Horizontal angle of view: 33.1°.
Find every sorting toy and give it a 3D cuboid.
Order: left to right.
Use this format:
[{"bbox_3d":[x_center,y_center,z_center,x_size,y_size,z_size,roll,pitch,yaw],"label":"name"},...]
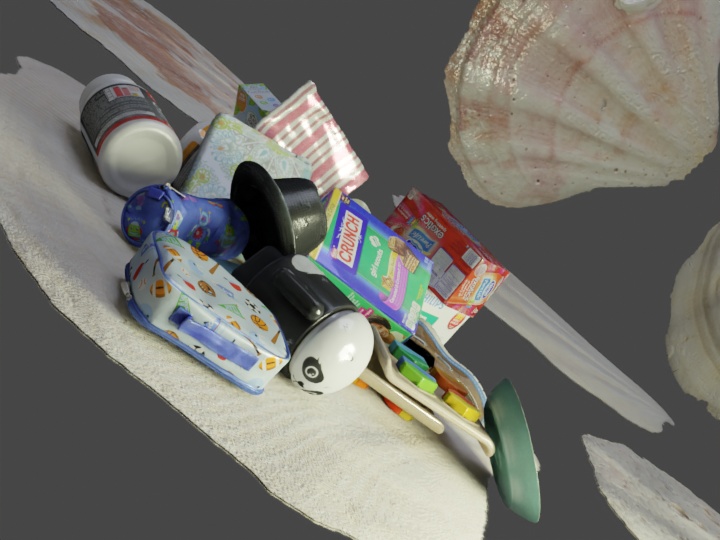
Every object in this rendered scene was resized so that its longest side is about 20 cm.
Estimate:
[{"bbox_3d":[0.024,0.149,1.724,0.185,0.037,0.200,37,6,-18],"label":"sorting toy"},{"bbox_3d":[0.099,0.159,1.675,0.200,0.037,0.185,39,6,-13],"label":"sorting toy"}]

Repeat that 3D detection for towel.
[{"bbox_3d":[-0.171,-0.115,1.763,0.171,0.201,0.048,29,-30,-16],"label":"towel"},{"bbox_3d":[-0.079,-0.180,1.911,0.030,0.146,0.200,17,-34,52],"label":"towel"}]

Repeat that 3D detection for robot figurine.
[{"bbox_3d":[-0.075,0.063,1.490,0.200,0.125,0.150,44,19,24],"label":"robot figurine"}]

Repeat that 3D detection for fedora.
[{"bbox_3d":[-0.102,-0.066,1.632,0.091,0.201,0.201,-17,42,-23],"label":"fedora"}]

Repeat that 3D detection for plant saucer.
[{"bbox_3d":[0.203,0.250,1.666,0.200,0.036,0.201,169,-90,-86],"label":"plant saucer"}]

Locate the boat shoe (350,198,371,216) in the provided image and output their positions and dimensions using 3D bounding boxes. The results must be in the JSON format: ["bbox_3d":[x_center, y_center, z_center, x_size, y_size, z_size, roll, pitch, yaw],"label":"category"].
[{"bbox_3d":[-0.009,-0.011,1.920,0.063,0.071,0.201,73,13,-81],"label":"boat shoe"}]

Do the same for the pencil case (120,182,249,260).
[{"bbox_3d":[-0.221,-0.062,1.557,0.078,0.087,0.200,30,9,26],"label":"pencil case"}]

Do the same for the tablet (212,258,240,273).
[{"bbox_3d":[-0.137,0.034,1.684,0.130,0.014,0.200,46,11,30],"label":"tablet"}]

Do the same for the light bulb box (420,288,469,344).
[{"bbox_3d":[0.051,0.031,2.038,0.200,0.125,0.198,48,13,31],"label":"light bulb box"}]

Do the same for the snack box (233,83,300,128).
[{"bbox_3d":[-0.167,-0.185,1.994,0.053,0.201,0.142,-9,39,-32],"label":"snack box"}]

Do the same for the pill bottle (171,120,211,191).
[{"bbox_3d":[-0.198,-0.126,1.854,0.200,0.116,0.116,40,11,-1],"label":"pill bottle"}]

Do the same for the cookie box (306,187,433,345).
[{"bbox_3d":[0.000,0.000,1.799,0.200,0.075,0.172,36,39,-15],"label":"cookie box"}]

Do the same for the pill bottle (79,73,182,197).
[{"bbox_3d":[-0.326,-0.193,1.686,0.116,0.116,0.200,31,14,-37],"label":"pill bottle"}]

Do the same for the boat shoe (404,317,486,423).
[{"bbox_3d":[0.117,0.167,1.888,0.200,0.072,0.072,50,34,17],"label":"boat shoe"}]

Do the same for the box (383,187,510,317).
[{"bbox_3d":[0.133,-0.030,1.960,0.095,0.100,0.200,25,19,-52],"label":"box"}]

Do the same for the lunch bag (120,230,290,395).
[{"bbox_3d":[-0.174,0.048,1.340,0.200,0.076,0.160,35,14,-28],"label":"lunch bag"}]
